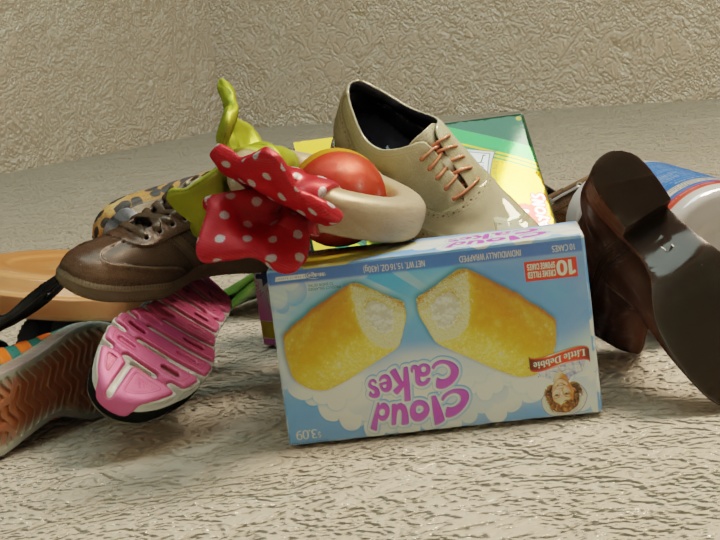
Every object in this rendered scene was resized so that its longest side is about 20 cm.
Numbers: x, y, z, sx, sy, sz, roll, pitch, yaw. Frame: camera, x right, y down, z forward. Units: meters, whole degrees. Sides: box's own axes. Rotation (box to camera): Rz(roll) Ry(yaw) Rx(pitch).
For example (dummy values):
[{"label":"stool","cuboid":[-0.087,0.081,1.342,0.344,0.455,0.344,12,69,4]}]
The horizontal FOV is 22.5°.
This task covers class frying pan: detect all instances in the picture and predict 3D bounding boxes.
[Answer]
[{"label":"frying pan","cuboid":[-0.286,0.056,1.264,0.115,0.031,0.190,-19,-23,-45]}]

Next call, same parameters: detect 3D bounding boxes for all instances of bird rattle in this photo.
[{"label":"bird rattle","cuboid":[-0.034,-0.056,1.144,0.162,0.113,0.200,7,5,-22]}]

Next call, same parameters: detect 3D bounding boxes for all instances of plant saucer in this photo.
[{"label":"plant saucer","cuboid":[-0.217,0.008,1.400,0.199,0.033,0.200,3,7,0]}]

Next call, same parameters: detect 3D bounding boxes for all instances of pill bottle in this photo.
[{"label":"pill bottle","cuboid":[0.233,-0.024,1.378,0.112,0.113,0.200,-9,14,-15]}]

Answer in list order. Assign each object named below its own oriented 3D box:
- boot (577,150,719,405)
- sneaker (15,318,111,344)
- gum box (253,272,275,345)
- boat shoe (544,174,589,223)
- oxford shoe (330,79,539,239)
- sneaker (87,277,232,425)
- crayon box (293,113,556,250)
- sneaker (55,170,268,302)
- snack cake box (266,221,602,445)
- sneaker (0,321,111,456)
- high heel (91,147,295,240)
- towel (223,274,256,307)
[{"label":"boot","cuboid":[0.193,0.031,1.202,0.064,0.187,0.200,-22,-18,-10]},{"label":"sneaker","cuboid":[-0.199,0.052,1.396,0.082,0.071,0.200,-9,9,14]},{"label":"gum box","cuboid":[0.000,0.000,1.433,0.199,0.114,0.066,1,11,39]},{"label":"boat shoe","cuboid":[0.160,-0.049,1.695,0.199,0.073,0.072,-13,1,38]},{"label":"oxford shoe","cuboid":[0.053,-0.056,1.224,0.200,0.074,0.071,35,60,24]},{"label":"sneaker","cuboid":[-0.146,0.067,1.241,0.074,0.088,0.200,32,22,-4]},{"label":"crayon box","cuboid":[0.051,-0.012,1.274,0.172,0.058,0.201,-7,52,-7]},{"label":"sneaker","cuboid":[-0.126,-0.032,1.253,0.070,0.076,0.199,24,26,40]},{"label":"snack cake box","cuboid":[0.047,0.039,1.146,0.199,0.116,0.067,-7,9,4]},{"label":"sneaker","cuboid":[-0.241,0.078,1.262,0.080,0.072,0.200,2,13,31]},{"label":"high heel","cuboid":[-0.107,-0.055,1.399,0.199,0.072,0.142,-22,16,-28]},{"label":"towel","cuboid":[-0.035,-0.006,1.682,0.149,0.031,0.200,-31,-7,41]}]
